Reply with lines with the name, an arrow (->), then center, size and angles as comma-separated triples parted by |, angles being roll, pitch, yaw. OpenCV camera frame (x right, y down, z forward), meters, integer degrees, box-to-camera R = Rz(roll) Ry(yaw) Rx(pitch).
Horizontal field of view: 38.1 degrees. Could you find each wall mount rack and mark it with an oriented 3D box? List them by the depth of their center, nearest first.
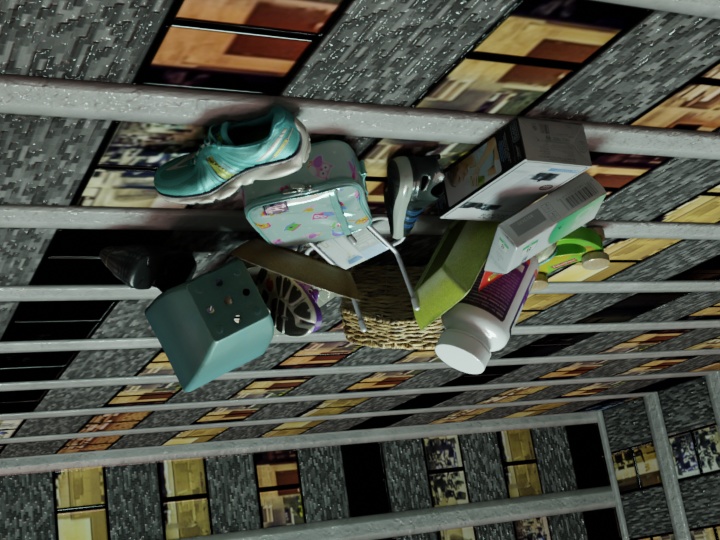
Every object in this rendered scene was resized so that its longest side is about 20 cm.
wall mount rack -> 0.000, 0.000, 1.602 | 0.199, 0.075, 0.174 | -24, 124, 40

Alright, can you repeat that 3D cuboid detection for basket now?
basket -> 0.073, 0.090, 1.737 | 0.198, 0.143, 0.150 | 2, 131, 11

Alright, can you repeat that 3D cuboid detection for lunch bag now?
lunch bag -> -0.064, -0.095, 1.349 | 0.159, 0.078, 0.200 | -10, 165, 5

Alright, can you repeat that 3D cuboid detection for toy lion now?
toy lion -> 0.299, -0.033, 1.791 | 0.199, 0.069, 0.191 | -22, 152, 36

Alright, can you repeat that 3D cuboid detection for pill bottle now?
pill bottle -> 0.191, 0.054, 1.611 | 0.111, 0.201, 0.112 | 23, 155, 12

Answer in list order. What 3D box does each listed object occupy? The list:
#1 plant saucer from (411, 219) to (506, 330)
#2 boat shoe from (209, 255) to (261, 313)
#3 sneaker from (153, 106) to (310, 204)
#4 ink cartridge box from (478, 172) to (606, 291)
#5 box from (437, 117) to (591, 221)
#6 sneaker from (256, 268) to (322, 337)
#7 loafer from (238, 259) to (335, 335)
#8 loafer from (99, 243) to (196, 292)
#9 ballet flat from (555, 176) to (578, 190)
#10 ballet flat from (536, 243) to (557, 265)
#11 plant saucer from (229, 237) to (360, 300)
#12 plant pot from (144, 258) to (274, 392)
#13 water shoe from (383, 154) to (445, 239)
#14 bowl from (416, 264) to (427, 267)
plant saucer -> 0.148, -0.026, 1.577 | 0.048, 0.200, 0.200 | 33, 155, -5
boat shoe -> -0.190, 0.024, 1.685 | 0.072, 0.073, 0.200 | 2, 160, -31
sneaker -> -0.156, -0.139, 1.207 | 0.199, 0.078, 0.080 | -19, 142, 16
ink cartridge box -> 0.253, -0.039, 1.484 | 0.160, 0.050, 0.200 | -31, 157, -17
box -> 0.200, -0.130, 1.403 | 0.116, 0.061, 0.200 | 2, 160, -31
sneaker -> -0.091, 0.038, 1.518 | 0.083, 0.081, 0.200 | 4, -165, -22
loafer -> -0.117, 0.045, 1.688 | 0.199, 0.063, 0.072 | -29, 138, -25
loafer -> -0.309, -0.011, 1.551 | 0.072, 0.073, 0.200 | 27, -179, 18
ballet flat -> 0.304, -0.117, 1.523 | 0.067, 0.047, 0.200 | -15, 162, 15
ballet flat -> 0.244, -0.015, 1.725 | 0.062, 0.068, 0.200 | 40, 136, -10
plant saucer -> -0.088, -0.007, 1.495 | 0.199, 0.036, 0.200 | 20, 180, 0
plant pot -> -0.206, 0.067, 1.501 | 0.141, 0.142, 0.200 | -26, 174, -24
water shoe -> 0.077, -0.097, 1.430 | 0.078, 0.072, 0.200 | -10, 164, -4
bowl -> 0.132, 0.048, 1.890 | 0.198, 0.075, 0.200 | -11, 153, 18
